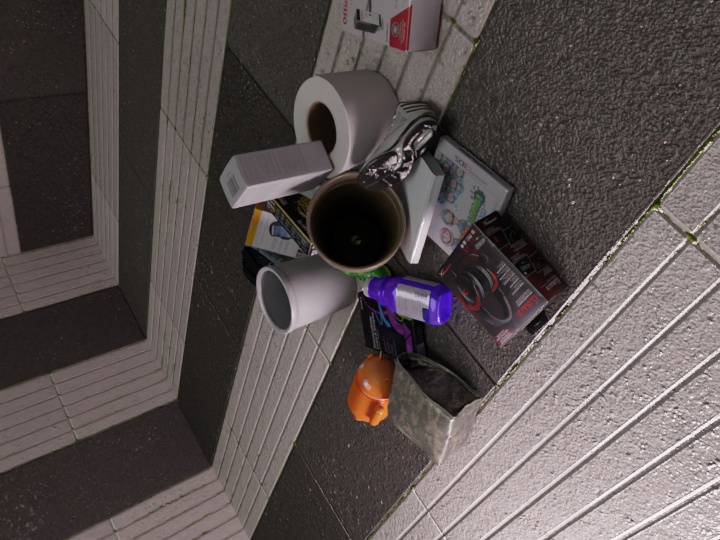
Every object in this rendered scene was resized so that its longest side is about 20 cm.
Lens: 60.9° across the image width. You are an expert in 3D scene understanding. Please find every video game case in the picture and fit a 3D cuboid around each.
[{"bbox_3d":[0.186,-0.121,1.154,0.182,0.023,0.202,47,140,32],"label":"video game case"}]

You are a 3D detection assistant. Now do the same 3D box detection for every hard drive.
[{"bbox_3d":[0.109,-0.135,1.214,0.133,0.026,0.202,-113,28,-47],"label":"hard drive"}]

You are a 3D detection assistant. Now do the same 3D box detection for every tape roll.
[{"bbox_3d":[-0.029,-0.304,1.269,0.202,0.138,0.205,28,127,46],"label":"tape roll"}]

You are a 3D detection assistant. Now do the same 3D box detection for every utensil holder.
[{"bbox_3d":[-0.134,0.045,1.530,0.169,0.198,0.172,29,129,44],"label":"utensil holder"}]

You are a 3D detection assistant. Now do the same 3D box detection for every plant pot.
[{"bbox_3d":[-0.010,-0.083,1.283,0.174,0.198,0.202,97,148,-79],"label":"plant pot"}]

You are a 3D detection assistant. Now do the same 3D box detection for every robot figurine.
[{"bbox_3d":[0.033,0.286,1.484,0.116,0.144,0.201,32,135,14],"label":"robot figurine"}]

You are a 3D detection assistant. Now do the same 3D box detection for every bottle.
[{"bbox_3d":[0.096,0.054,1.293,0.198,0.065,0.085,13,113,36],"label":"bottle"}]

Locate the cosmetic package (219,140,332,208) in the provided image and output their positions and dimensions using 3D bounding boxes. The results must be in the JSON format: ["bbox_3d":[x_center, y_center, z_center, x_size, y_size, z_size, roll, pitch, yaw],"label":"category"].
[{"bbox_3d":[-0.166,-0.193,1.214,0.101,0.198,0.075,-32,80,55],"label":"cosmetic package"}]

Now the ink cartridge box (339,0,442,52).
[{"bbox_3d":[0.052,-0.495,1.113,0.199,0.082,0.148,35,133,41],"label":"ink cartridge box"}]

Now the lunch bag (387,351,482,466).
[{"bbox_3d":[0.145,0.287,1.325,0.199,0.117,0.166,37,134,34],"label":"lunch bag"}]

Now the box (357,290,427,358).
[{"bbox_3d":[0.072,0.130,1.426,0.199,0.036,0.145,13,116,54],"label":"box"}]

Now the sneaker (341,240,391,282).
[{"bbox_3d":[0.000,0.000,1.422,0.200,0.083,0.075,44,137,33],"label":"sneaker"}]

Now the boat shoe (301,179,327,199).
[{"bbox_3d":[-0.099,-0.200,1.414,0.199,0.072,0.069,31,171,11],"label":"boat shoe"}]

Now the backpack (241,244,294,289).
[{"bbox_3d":[-0.256,-0.003,1.751,0.198,0.154,0.165,26,131,19],"label":"backpack"}]

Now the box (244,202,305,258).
[{"bbox_3d":[-0.187,-0.096,1.579,0.042,0.198,0.120,-94,23,-49],"label":"box"}]

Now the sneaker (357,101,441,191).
[{"bbox_3d":[0.071,-0.245,1.182,0.200,0.075,0.116,-37,37,30],"label":"sneaker"}]

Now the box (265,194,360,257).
[{"bbox_3d":[-0.108,-0.130,1.445,0.200,0.158,0.050,49,139,31],"label":"box"}]

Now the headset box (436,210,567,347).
[{"bbox_3d":[0.249,0.023,1.068,0.200,0.075,0.149,50,139,16],"label":"headset box"}]
